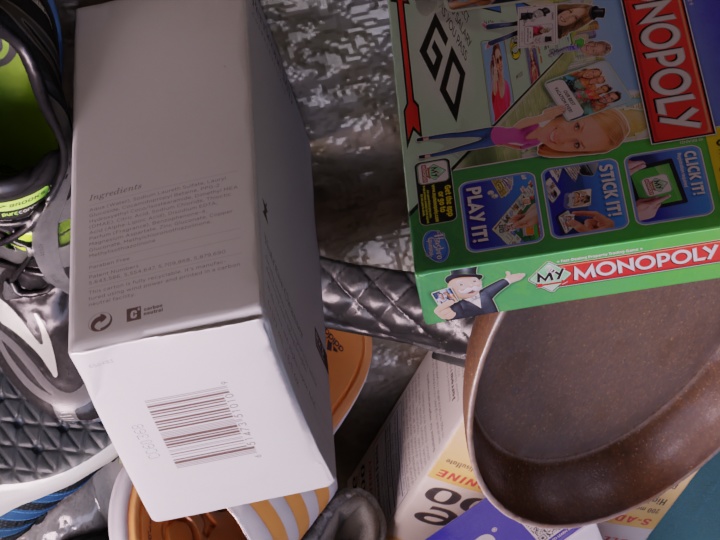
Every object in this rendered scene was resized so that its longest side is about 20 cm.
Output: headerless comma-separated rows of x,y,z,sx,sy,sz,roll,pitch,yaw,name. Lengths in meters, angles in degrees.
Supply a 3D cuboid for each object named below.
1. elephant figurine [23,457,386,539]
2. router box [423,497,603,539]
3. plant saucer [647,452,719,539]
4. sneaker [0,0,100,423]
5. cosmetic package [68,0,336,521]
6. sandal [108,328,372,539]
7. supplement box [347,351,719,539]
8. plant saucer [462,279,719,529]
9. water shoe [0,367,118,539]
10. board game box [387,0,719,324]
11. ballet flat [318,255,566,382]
-0.059,0.140,1.216,0.155,0.142,0.200,-37,145,22,elephant figurine
0.039,0.212,1.200,0.200,0.049,0.180,-34,136,-10,router box
0.178,0.112,1.300,0.070,0.019,0.200,10,133,-15,plant saucer
-0.143,-0.027,1.039,0.071,0.083,0.200,-8,107,9,sneaker
-0.065,-0.013,1.024,0.081,0.200,0.113,-11,138,8,cosmetic package
-0.039,0.070,1.112,0.079,0.207,0.059,47,137,-16,sandal
0.088,0.082,1.221,0.126,0.074,0.200,14,133,-17,supplement box
0.117,0.019,1.070,0.200,0.034,0.201,-22,133,-26,plant saucer
-0.160,0.081,1.131,0.200,0.072,0.079,-32,167,10,water shoe
0.081,-0.069,0.978,0.134,0.200,0.029,-10,134,5,board game box
0.000,0.000,1.118,0.200,0.057,0.066,16,-179,15,ballet flat
